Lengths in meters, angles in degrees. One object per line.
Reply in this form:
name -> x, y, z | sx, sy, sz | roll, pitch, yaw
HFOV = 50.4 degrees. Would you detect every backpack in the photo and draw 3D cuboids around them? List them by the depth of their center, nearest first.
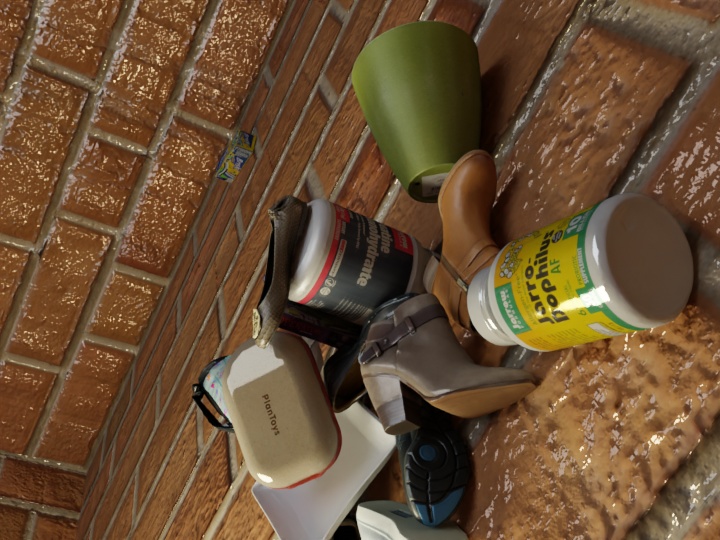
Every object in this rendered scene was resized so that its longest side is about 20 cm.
backpack -> -0.197, 0.230, 1.372 | 0.128, 0.166, 0.200 | -64, 28, 0

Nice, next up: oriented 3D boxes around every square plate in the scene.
square plate -> -0.047, 0.260, 1.003 | 0.201, 0.028, 0.198 | -53, 30, -3

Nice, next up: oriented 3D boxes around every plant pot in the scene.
plant pot -> 0.094, -0.202, 1.060 | 0.187, 0.186, 0.202 | -43, 48, 48

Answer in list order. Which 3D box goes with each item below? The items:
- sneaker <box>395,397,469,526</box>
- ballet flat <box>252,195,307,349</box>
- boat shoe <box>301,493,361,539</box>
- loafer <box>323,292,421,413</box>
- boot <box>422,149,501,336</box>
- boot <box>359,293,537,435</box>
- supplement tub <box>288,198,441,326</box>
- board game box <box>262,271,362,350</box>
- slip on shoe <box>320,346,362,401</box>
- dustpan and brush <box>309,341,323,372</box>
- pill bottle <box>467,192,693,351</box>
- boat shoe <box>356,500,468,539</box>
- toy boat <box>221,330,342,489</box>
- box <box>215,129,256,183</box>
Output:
sneaker -> 0.077, 0.205, 0.873 | 0.201, 0.072, 0.082 | -86, 10, -48
ballet flat -> -0.111, -0.002, 0.964 | 0.067, 0.046, 0.202 | -19, 55, 63
boat shoe -> -0.023, 0.342, 0.983 | 0.073, 0.074, 0.201 | -49, 36, 21
loafer -> 0.024, 0.109, 0.977 | 0.200, 0.072, 0.073 | -50, 24, 31
boot -> 0.136, -0.033, 0.903 | 0.202, 0.076, 0.155 | -68, 20, 12
boot -> 0.086, 0.091, 0.843 | 0.198, 0.070, 0.147 | -20, 50, 21
supplement tub -> 0.000, 0.000, 1.034 | 0.140, 0.198, 0.141 | -49, 30, 41
board game box -> -0.039, 0.065, 1.070 | 0.032, 0.199, 0.120 | -60, 24, 17
slip on shoe -> -0.026, 0.168, 1.115 | 0.061, 0.075, 0.202 | 106, 180, -61
dustpan and brush -> -0.079, 0.214, 1.206 | 0.140, 0.057, 0.202 | -50, -52, -86
pill bottle -> 0.188, 0.012, 0.699 | 0.200, 0.112, 0.114 | -27, 47, 59
boat shoe -> 0.055, 0.306, 0.835 | 0.200, 0.069, 0.072 | 174, 95, -65
toy boat -> -0.095, 0.180, 1.013 | 0.130, 0.131, 0.202 | -24, 75, 11
box -> -0.412, -0.373, 2.516 | 0.200, 0.064, 0.071 | -41, 36, 50
